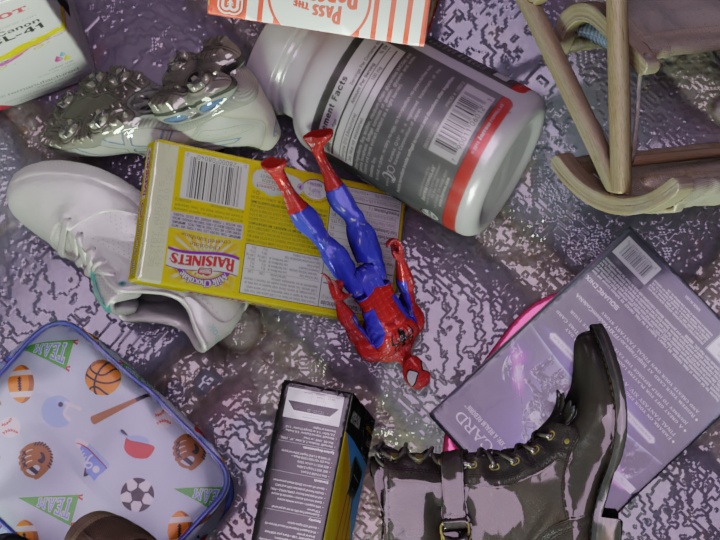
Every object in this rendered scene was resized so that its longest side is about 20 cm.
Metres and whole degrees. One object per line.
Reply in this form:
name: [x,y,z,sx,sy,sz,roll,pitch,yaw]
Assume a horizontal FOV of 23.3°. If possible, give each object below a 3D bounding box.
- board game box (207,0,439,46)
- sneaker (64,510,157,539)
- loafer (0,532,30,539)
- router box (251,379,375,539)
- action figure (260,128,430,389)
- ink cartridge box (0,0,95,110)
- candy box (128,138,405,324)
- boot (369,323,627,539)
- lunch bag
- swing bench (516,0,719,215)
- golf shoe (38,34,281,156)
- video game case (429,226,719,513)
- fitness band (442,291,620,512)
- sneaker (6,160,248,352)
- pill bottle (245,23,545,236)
board game box: [-0.016,-0.219,1.251,0.151,0.200,0.047,10,114,4]
sneaker: [-0.118,0.234,1.184,0.071,0.200,0.075,-55,38,-4]
loafer: [-0.225,0.244,1.186,0.072,0.200,0.073,12,50,31]
router box: [-0.033,0.160,1.183,0.051,0.200,0.150,11,82,6]
action figure: [0.000,0.000,1.244,0.065,0.052,0.201,-35,110,-20]
ink cartridge box: [-0.284,-0.180,1.249,0.147,0.200,0.086,-19,80,-1]
candy box: [-0.064,-0.025,1.260,0.199,0.026,0.103,11,82,-24]
boot: [0.092,0.132,1.198,0.173,0.069,0.201,3,81,5]
lunch bag: [-0.202,0.143,1.252,0.200,0.076,0.160,41,81,8]
swing bench: [0.234,-0.136,1.221,0.198,0.130,0.201,-7,81,-33]
golf shoe: [-0.148,-0.102,1.282,0.199,0.097,0.079,-6,50,38]
video game case: [0.169,0.087,1.245,0.200,0.019,0.143,-42,78,-3]
fitness band: [0.147,0.108,1.268,0.143,0.037,0.200,35,82,7]
sneaker: [-0.178,-0.008,1.266,0.199,0.075,0.089,26,49,6]
pill bottle: [0.023,-0.119,1.267,0.199,0.116,0.116,30,83,13]
